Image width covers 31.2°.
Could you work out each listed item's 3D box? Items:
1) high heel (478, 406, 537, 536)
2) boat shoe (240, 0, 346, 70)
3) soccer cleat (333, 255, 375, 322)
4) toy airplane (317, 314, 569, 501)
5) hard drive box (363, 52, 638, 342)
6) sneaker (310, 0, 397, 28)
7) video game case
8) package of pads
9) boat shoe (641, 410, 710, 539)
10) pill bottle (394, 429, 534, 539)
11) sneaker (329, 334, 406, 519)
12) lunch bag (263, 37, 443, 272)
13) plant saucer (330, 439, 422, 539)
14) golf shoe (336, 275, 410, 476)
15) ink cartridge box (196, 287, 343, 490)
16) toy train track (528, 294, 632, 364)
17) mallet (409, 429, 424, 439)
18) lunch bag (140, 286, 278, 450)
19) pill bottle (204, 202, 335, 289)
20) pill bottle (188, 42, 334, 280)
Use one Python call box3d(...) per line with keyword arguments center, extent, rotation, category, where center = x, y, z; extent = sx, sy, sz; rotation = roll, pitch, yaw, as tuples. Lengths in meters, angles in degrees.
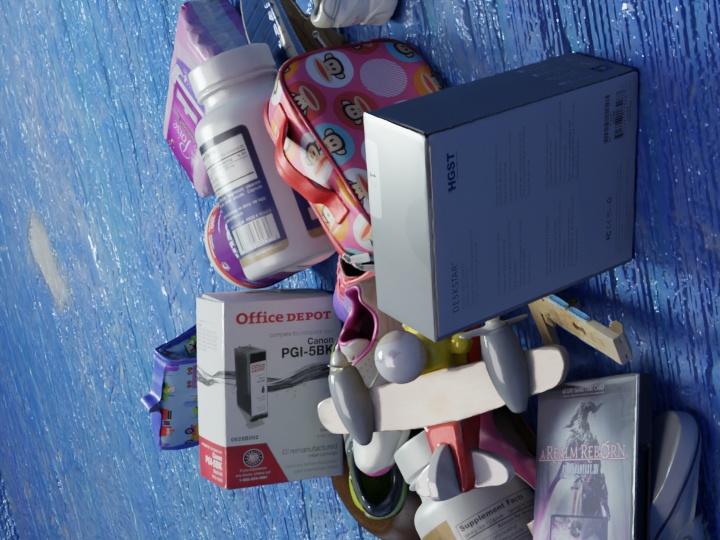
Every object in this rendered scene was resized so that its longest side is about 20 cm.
box3d(center=(0.160, 0.149, 1.143), extent=(0.096, 0.067, 0.201), rotation=(-47, 64, 33), category="high heel")
box3d(center=(-0.051, -0.207, 1.257), extent=(0.202, 0.072, 0.072), rotation=(64, 151, 7), category="boat shoe")
box3d(center=(0.000, 0.000, 1.290), extent=(0.069, 0.073, 0.200), rotation=(61, 149, 17), category="soccer cleat")
box3d(center=(0.061, 0.099, 1.104), extent=(0.201, 0.140, 0.199), rotation=(-56, 48, 9), category="toy airplane")
box3d(center=(0.107, -0.059, 0.949), extent=(0.077, 0.198, 0.158), rotation=(28, 129, 49), category="hard drive box")
box3d(center=(-0.041, -0.310, 1.153), extent=(0.078, 0.098, 0.202), rotation=(-34, 77, 59), category="sneaker")
box3d(center=(0.183, 0.188, 1.030), extent=(0.143, 0.019, 0.203), rotation=(161, 114, -64), category="video game case")
box3d(center=(-0.164, -0.194, 1.453), extent=(0.121, 0.075, 0.201), rotation=(56, 147, 29), category="package of pads")
box3d(center=(0.239, 0.208, 1.016), extent=(0.071, 0.069, 0.203), rotation=(-118, 42, -73), category="boat shoe")
box3d(center=(0.115, 0.240, 1.195), extent=(0.202, 0.113, 0.115), rotation=(61, 149, 17), category="pill bottle")
box3d(center=(0.012, 0.158, 1.324), extent=(0.081, 0.073, 0.203), rotation=(112, 146, -86), category="sneaker")
box3d(center=(0.008, -0.102, 1.115), extent=(0.201, 0.175, 0.082), rotation=(60, 147, 20), category="lunch bag")
box3d(center=(0.011, 0.220, 1.439), extent=(0.200, 0.036, 0.203), rotation=(35, 134, 46), category="plant saucer")
box3d(center=(0.008, 0.098, 1.234), extent=(0.075, 0.091, 0.203), rotation=(15, 99, 49), category="golf shoe")
box3d(center=(-0.098, 0.125, 1.408), extent=(0.083, 0.145, 0.203), rotation=(8, 100, 63), category="ink cartridge box")
box3d(center=(0.169, 0.026, 1.043), extent=(0.116, 0.032, 0.200), rotation=(65, 170, -23), category="toy train track")
box3d(center=(0.061, 0.106, 1.291), extent=(0.066, 0.041, 0.203), rotation=(4, 106, 55), category="mallet")
box3d(center=(-0.164, 0.130, 1.513), extent=(0.094, 0.198, 0.152), rotation=(47, 142, 34), category="lunch bag")
box3d(center=(-0.084, -0.051, 1.362), extent=(0.200, 0.111, 0.114), rotation=(-25, 85, 60), category="pill bottle")
box3d(center=(-0.089, -0.102, 1.202), extent=(0.111, 0.110, 0.202), rotation=(-21, 89, 60), category="pill bottle")
